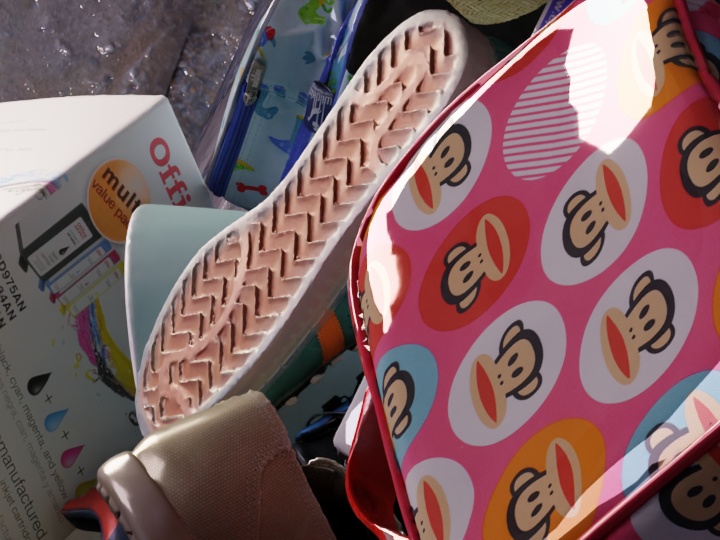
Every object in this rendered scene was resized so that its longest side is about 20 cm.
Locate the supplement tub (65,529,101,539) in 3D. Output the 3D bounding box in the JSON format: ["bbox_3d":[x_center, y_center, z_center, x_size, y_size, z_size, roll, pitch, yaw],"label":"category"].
[{"bbox_3d":[-0.088,0.119,1.351,0.146,0.144,0.200,-59,9,22],"label":"supplement tub"}]

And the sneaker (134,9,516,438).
[{"bbox_3d":[0.000,0.000,0.989,0.200,0.080,0.072,-48,40,17],"label":"sneaker"}]

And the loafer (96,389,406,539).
[{"bbox_3d":[-0.010,0.109,0.907,0.068,0.200,0.076,-40,47,3],"label":"loafer"}]

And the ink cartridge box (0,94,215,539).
[{"bbox_3d":[-0.170,0.028,1.244,0.144,0.148,0.200,1,32,43],"label":"ink cartridge box"}]

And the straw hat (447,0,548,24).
[{"bbox_3d":[0.050,-0.143,1.037,0.199,0.086,0.202,-15,32,9],"label":"straw hat"}]

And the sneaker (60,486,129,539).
[{"bbox_3d":[-0.086,0.179,1.144,0.075,0.084,0.201,65,-166,-61],"label":"sneaker"}]

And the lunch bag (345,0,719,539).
[{"bbox_3d":[0.064,0.022,0.748,0.176,0.082,0.201,-43,34,23],"label":"lunch bag"}]

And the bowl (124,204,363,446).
[{"bbox_3d":[-0.021,0.059,1.113,0.201,0.104,0.202,-14,-90,-84],"label":"bowl"}]

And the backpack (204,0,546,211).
[{"bbox_3d":[0.015,-0.067,1.250,0.183,0.146,0.201,-57,-12,-52],"label":"backpack"}]

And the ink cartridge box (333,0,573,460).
[{"bbox_3d":[0.098,0.006,0.833,0.200,0.043,0.199,27,91,53],"label":"ink cartridge box"}]

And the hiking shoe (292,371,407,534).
[{"bbox_3d":[0.023,0.062,0.964,0.075,0.086,0.201,52,129,38],"label":"hiking shoe"}]
